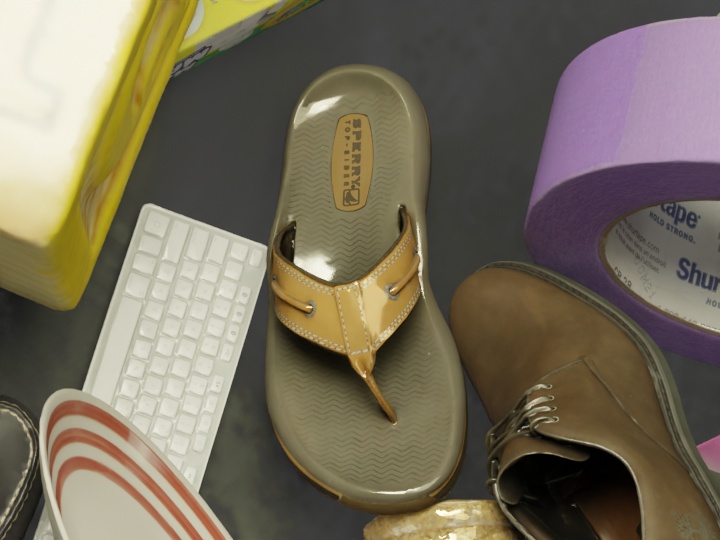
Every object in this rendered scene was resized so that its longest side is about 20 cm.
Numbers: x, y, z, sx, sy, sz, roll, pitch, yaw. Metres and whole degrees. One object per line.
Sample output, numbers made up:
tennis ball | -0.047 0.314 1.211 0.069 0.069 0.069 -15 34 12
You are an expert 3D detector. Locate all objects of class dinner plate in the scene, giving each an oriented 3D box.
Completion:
dinner plate | -0.064 0.133 1.004 0.024 0.200 0.200 -33 87 8

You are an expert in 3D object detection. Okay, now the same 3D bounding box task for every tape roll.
tape roll | 0.169 -0.024 1.123 0.200 0.200 0.066 22 67 -14

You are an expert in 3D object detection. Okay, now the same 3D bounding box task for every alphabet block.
alphabet block | -0.161 -0.118 0.988 0.200 0.195 0.197 21 83 0

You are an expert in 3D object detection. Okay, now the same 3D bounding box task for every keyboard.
keyboard | -0.088 0.071 1.097 0.056 0.011 0.200 22 66 -14

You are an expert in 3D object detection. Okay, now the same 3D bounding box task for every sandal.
sandal | 0.000 0.000 1.107 0.081 0.055 0.201 -3 65 8

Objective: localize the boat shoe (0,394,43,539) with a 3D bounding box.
boat shoe | -0.180 0.117 1.016 0.073 0.063 0.200 46 63 -3

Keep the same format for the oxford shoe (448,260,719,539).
oxford shoe | 0.081 0.062 1.090 0.084 0.073 0.200 12 30 -40

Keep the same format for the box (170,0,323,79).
box | -0.086 -0.142 1.145 0.200 0.048 0.118 -29 85 -25

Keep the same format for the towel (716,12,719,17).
towel | 0.281 -0.099 1.285 0.200 0.035 0.193 48 63 -1

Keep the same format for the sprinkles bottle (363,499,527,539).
sprinkles bottle | 0.042 0.192 1.079 0.068 0.068 0.201 1 73 -22

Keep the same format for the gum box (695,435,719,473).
gum box | 0.191 0.156 1.124 0.066 0.113 0.200 -21 82 -27
